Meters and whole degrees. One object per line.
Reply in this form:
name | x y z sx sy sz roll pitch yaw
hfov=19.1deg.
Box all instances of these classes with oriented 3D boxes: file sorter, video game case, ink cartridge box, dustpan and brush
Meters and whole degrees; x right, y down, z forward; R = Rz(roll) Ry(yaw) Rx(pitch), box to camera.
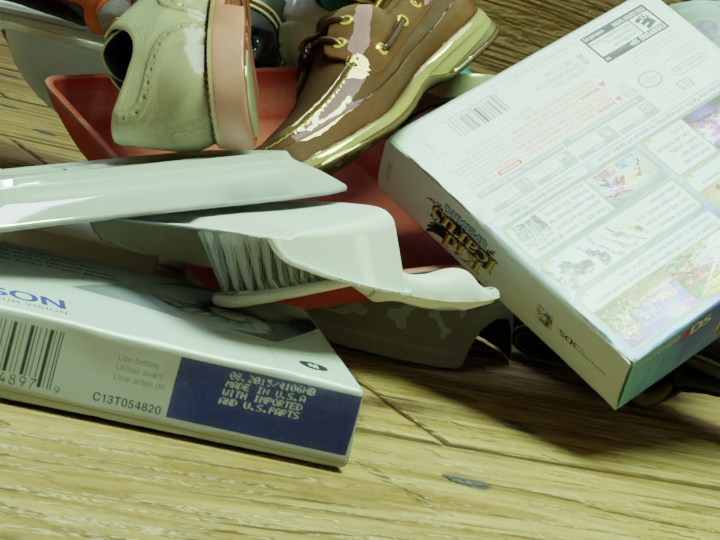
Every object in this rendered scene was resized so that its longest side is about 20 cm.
file sorter | -0.194 -0.089 1.258 0.139 0.125 0.200 12 10 -20
video game case | 0.142 -0.043 1.117 0.200 0.045 0.181 -31 60 -29
ink cartridge box | -0.113 0.023 0.950 0.199 0.041 0.200 13 9 -16
dustpan and brush | -0.010 -0.002 0.982 0.200 0.057 0.139 -7 9 -40

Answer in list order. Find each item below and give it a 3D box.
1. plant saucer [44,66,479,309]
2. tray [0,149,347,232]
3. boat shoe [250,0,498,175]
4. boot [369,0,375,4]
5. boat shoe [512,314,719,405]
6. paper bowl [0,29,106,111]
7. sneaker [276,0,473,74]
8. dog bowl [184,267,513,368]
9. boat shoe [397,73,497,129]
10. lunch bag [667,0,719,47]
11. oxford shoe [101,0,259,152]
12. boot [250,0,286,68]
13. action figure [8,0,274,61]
plant saucer | -0.042 -0.041 1.135 0.200 0.037 0.200 -8 40 -40
tray | -0.114 -0.038 0.961 0.200 0.022 0.107 -8 7 -41
boat shoe | -0.005 -0.101 1.111 0.072 0.068 0.200 -29 11 46
boot | -0.049 -0.215 1.217 0.200 0.066 0.175 21 12 -24
boat shoe | 0.162 0.044 1.220 0.200 0.065 0.073 -2 -27 44
paper bowl | -0.156 -0.167 1.429 0.200 0.201 0.104 17 52 12
sneaker | 0.028 -0.116 1.313 0.080 0.078 0.200 11 -6 34
dog bowl | 0.000 0.000 1.250 0.200 0.059 0.200 16 9 -2
boat shoe | 0.039 -0.060 1.273 0.075 0.069 0.200 -1 -10 -10
lunch bag | 0.188 -0.053 1.286 0.127 0.170 0.200 23 -22 -1
oxford shoe | -0.091 -0.126 1.042 0.074 0.071 0.200 -8 34 0
boot | -0.094 -0.062 1.315 0.077 0.200 0.138 8 45 7
action figure | -0.134 -0.172 1.159 0.200 0.105 0.194 15 26 -9
